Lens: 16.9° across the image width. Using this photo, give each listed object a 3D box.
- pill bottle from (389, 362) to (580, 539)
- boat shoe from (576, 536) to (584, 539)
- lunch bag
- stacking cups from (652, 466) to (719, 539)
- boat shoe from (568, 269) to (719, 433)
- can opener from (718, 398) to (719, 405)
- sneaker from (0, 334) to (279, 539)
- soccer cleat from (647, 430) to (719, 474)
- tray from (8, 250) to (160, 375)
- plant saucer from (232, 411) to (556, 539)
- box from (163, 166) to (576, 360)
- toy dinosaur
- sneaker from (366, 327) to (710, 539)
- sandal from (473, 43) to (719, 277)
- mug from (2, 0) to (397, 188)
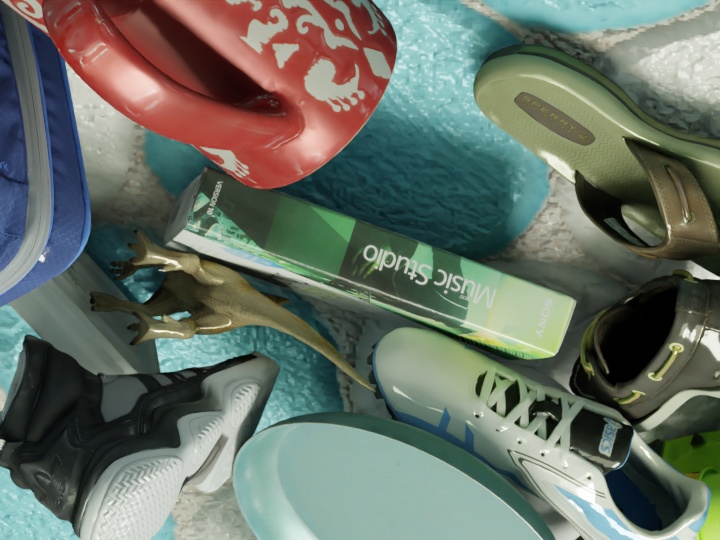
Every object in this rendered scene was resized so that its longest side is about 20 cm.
[{"bbox_3d":[0.043,0.132,1.381,0.108,0.109,0.200,29,148,-18],"label":"pill bottle"},{"bbox_3d":[0.162,0.189,1.464,0.199,0.057,0.067,19,138,-7],"label":"boat shoe"},{"bbox_3d":[-0.218,-0.075,1.170,0.135,0.201,0.132,-23,156,29],"label":"lunch bag"},{"bbox_3d":[0.244,0.126,1.296,0.199,0.061,0.061,-9,134,26],"label":"stacking cups"},{"bbox_3d":[0.150,0.038,1.257,0.060,0.072,0.201,20,164,-14],"label":"boat shoe"},{"bbox_3d":[0.231,0.004,1.262,0.066,0.053,0.200,39,142,22],"label":"can opener"},{"bbox_3d":[-0.123,0.070,1.263,0.114,0.200,0.076,29,116,12],"label":"sneaker"},{"bbox_3d":[0.253,0.117,1.367,0.199,0.068,0.081,-11,144,32],"label":"soccer cleat"},{"bbox_3d":[-0.162,0.007,1.316,0.022,0.108,0.200,-31,126,10],"label":"tray"},{"bbox_3d":[0.026,0.139,1.282,0.199,0.027,0.201,20,144,15],"label":"plant saucer"},{"bbox_3d":[0.000,0.000,1.257,0.199,0.037,0.144,18,174,-7],"label":"box"},{"bbox_3d":[-0.076,0.014,1.281,0.101,0.059,0.200,7,-174,-36],"label":"toy dinosaur"},{"bbox_3d":[0.095,0.084,1.258,0.200,0.072,0.072,32,138,-12],"label":"sneaker"},{"bbox_3d":[0.139,-0.038,1.203,0.200,0.057,0.080,29,143,-6],"label":"sandal"},{"bbox_3d":[-0.092,-0.119,1.109,0.133,0.178,0.200,-11,140,42],"label":"mug"}]
